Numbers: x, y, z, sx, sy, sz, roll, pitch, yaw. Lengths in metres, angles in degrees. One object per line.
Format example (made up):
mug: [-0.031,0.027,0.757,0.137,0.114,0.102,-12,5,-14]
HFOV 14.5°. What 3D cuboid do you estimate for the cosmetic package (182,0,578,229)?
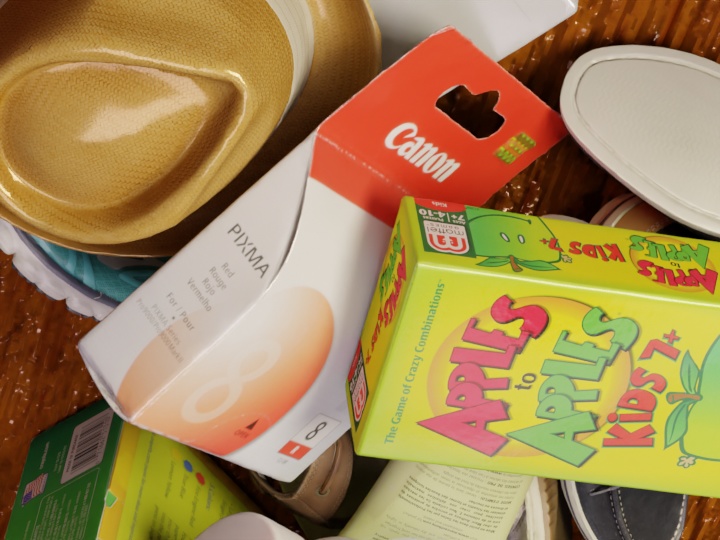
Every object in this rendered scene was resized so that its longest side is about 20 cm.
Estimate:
cosmetic package: [-0.016,-0.109,1.181,0.200,0.074,0.102,-31,117,25]

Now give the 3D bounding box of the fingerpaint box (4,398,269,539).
fingerpaint box: [-0.094,0.181,1.317,0.073,0.200,0.167,-29,119,25]

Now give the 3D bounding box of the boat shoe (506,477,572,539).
boat shoe: [0.063,0.098,1.330,0.064,0.073,0.201,-1,116,11]

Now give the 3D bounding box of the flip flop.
flip flop: [-0.029,0.071,1.304,0.081,0.058,0.201,6,129,36]

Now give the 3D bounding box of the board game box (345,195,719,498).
board game box: [0.103,0.036,1.174,0.199,0.048,0.102,7,126,-13]

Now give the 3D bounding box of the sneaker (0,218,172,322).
sneaker: [-0.135,-0.052,1.232,0.080,0.078,0.200,-33,117,16]

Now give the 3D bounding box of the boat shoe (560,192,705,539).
boat shoe: [0.134,0.060,1.285,0.062,0.074,0.201,29,134,38]

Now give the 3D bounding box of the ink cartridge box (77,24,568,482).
ink cartridge box: [0.000,0.000,1.175,0.200,0.050,0.162,-39,156,10]

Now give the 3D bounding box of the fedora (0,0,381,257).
fedora: [-0.093,-0.070,1.121,0.200,0.082,0.201,3,122,5]

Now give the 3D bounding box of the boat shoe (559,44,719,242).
boat shoe: [0.174,-0.035,1.226,0.199,0.074,0.060,20,162,-4]

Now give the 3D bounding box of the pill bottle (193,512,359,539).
pill bottle: [0.004,0.188,1.266,0.112,0.112,0.200,-37,126,26]

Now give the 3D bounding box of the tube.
tube: [0.056,0.066,1.252,0.058,0.052,0.200,42,124,26]
